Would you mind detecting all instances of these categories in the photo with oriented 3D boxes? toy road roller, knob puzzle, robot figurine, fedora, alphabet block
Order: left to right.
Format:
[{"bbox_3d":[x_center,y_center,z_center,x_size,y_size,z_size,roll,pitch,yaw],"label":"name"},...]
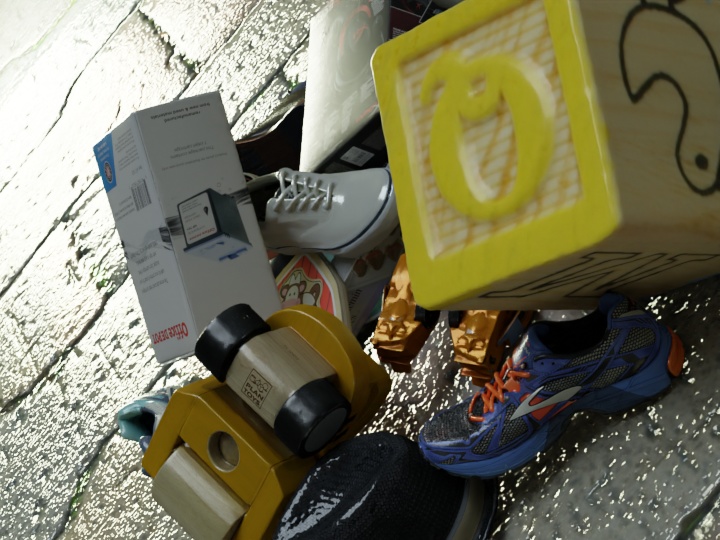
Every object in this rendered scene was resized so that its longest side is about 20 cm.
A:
[{"bbox_3d":[-0.069,0.073,1.760,0.219,0.030,0.221,-39,41,45],"label":"knob puzzle"},{"bbox_3d":[-0.062,0.118,1.626,0.123,0.146,0.201,42,121,22],"label":"toy road roller"},{"bbox_3d":[0.004,0.184,1.541,0.200,0.091,0.201,-35,32,26],"label":"fedora"},{"bbox_3d":[0.087,-0.010,1.655,0.144,0.058,0.201,10,60,25],"label":"robot figurine"},{"bbox_3d":[0.152,-0.085,1.439,0.196,0.199,0.197,-25,72,44],"label":"alphabet block"}]

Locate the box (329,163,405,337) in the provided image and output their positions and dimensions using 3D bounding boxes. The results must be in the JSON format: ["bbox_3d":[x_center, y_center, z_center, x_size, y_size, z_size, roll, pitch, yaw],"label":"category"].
[{"bbox_3d":[0.000,0.000,1.756,0.201,0.038,0.042,-60,27,19],"label":"box"}]

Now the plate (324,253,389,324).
[{"bbox_3d":[0.028,-0.046,1.804,0.200,0.025,0.201,-41,40,45],"label":"plate"}]

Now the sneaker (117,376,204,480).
[{"bbox_3d":[-0.134,0.161,1.730,0.200,0.086,0.078,36,128,50],"label":"sneaker"}]

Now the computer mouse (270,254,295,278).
[{"bbox_3d":[-0.019,-0.069,1.926,0.200,0.034,0.059,-51,28,-1],"label":"computer mouse"}]

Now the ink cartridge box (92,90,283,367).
[{"bbox_3d":[-0.146,-0.032,1.761,0.085,0.201,0.146,-18,-1,-22],"label":"ink cartridge box"}]

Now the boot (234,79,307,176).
[{"bbox_3d":[-0.069,-0.127,2.053,0.199,0.075,0.097,-27,16,42],"label":"boot"}]

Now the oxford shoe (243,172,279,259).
[{"bbox_3d":[-0.098,-0.067,1.936,0.071,0.075,0.200,-48,13,0],"label":"oxford shoe"}]

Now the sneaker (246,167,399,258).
[{"bbox_3d":[-0.039,-0.051,1.725,0.199,0.071,0.074,-13,58,52],"label":"sneaker"}]

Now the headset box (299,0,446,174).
[{"bbox_3d":[0.018,-0.176,1.795,0.149,0.075,0.201,-39,40,49],"label":"headset box"}]

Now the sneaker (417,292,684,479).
[{"bbox_3d":[0.124,0.075,1.480,0.199,0.079,0.075,-30,30,10],"label":"sneaker"}]

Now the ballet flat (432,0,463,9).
[{"bbox_3d":[0.121,-0.244,1.775,0.063,0.199,0.068,22,104,32],"label":"ballet flat"}]
